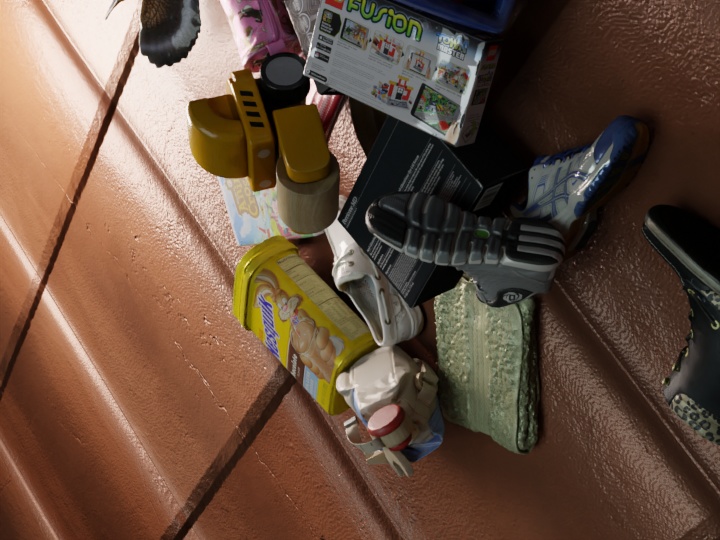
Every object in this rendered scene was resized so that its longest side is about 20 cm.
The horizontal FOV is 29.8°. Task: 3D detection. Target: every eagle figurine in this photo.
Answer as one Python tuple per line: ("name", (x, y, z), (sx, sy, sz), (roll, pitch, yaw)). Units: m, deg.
("eagle figurine", (-0.283, -0.384, 1.764), (0.200, 0.151, 0.152), (78, -162, -62))

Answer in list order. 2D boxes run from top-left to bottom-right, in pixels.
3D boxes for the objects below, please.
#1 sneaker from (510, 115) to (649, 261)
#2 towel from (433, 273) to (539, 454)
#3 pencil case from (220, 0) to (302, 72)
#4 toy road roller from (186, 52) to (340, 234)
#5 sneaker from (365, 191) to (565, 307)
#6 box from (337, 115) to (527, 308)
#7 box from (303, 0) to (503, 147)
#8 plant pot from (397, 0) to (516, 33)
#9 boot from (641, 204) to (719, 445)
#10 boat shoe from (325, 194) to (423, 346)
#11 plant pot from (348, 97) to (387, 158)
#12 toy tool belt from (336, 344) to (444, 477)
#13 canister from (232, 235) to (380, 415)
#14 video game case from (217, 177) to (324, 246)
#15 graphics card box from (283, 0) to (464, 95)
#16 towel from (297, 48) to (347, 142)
("sneaker", (0.205, -0.091, 1.329), (0.088, 0.075, 0.200), (52, 139, 20))
("towel", (0.140, 0.101, 1.533), (0.148, 0.036, 0.200), (21, 123, 45))
("pencil case", (-0.132, -0.330, 1.578), (0.083, 0.087, 0.200), (-25, 80, 24))
("toy road roller", (-0.113, -0.135, 1.517), (0.123, 0.146, 0.200), (93, 161, -59))
("sneaker", (0.102, -0.009, 1.360), (0.200, 0.075, 0.116), (14, 148, 12))
("box", (0.072, -0.081, 1.449), (0.141, 0.079, 0.200), (49, 138, 19))
("box", (0.039, -0.212, 1.349), (0.200, 0.035, 0.110), (29, 117, 28))
("plant pot", (0.045, -0.352, 1.261), (0.180, 0.200, 0.200), (28, 102, 48))
("boot", (0.313, 0.052, 1.261), (0.204, 0.073, 0.154), (46, 133, 21))
("boat shoe", (0.000, 0.000, 1.626), (0.200, 0.069, 0.071), (58, 143, 14))
("plant pot", (0.063, -0.176, 1.500), (0.200, 0.027, 0.200), (26, 127, 41))
("toy tool belt", (0.050, 0.177, 1.577), (0.123, 0.125, 0.200), (56, -173, -22))
("canister", (-0.069, 0.072, 1.722), (0.200, 0.087, 0.149), (45, 148, 25))
("video game case", (-0.132, -0.134, 1.760), (0.182, 0.022, 0.200), (-5, 103, 52))
("graphics card box", (0.010, -0.289, 1.453), (0.200, 0.051, 0.126), (-32, 74, 44))
("towel", (-0.072, -0.259, 1.609), (0.200, 0.022, 0.145), (55, 141, 27))
